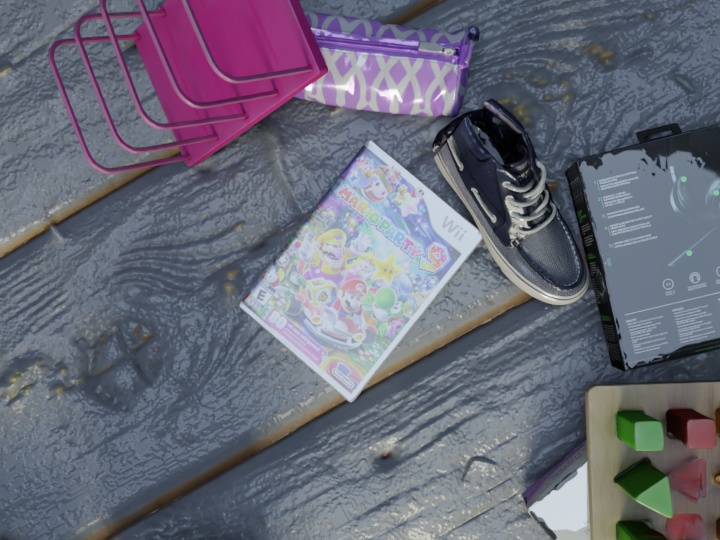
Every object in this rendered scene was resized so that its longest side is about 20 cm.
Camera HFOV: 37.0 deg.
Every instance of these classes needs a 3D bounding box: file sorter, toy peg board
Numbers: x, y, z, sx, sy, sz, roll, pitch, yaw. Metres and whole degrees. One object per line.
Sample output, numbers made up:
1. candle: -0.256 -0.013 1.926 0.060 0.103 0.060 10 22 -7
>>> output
1. file sorter: -0.156 -0.183 0.920 0.199 0.125 0.140 -26 86 42
2. toy peg board: 0.292 0.195 0.873 0.196 0.098 0.203 -2 89 3

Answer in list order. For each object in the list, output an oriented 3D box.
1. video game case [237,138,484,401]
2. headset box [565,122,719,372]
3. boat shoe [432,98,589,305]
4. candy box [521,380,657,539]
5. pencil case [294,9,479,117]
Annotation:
1. video game case: 0.000 0.000 1.007 0.143 0.018 0.201 39 92 4
2. headset box: 0.286 -0.030 0.950 0.172 0.093 0.203 -14 88 4
3. boat shoe: 0.141 -0.059 0.954 0.074 0.093 0.201 -39 87 -15
4. candy box: 0.270 0.230 0.958 0.167 0.072 0.201 -40 87 3
5. pencil case: 0.006 -0.189 0.976 0.197 0.086 0.085 6 83 5
